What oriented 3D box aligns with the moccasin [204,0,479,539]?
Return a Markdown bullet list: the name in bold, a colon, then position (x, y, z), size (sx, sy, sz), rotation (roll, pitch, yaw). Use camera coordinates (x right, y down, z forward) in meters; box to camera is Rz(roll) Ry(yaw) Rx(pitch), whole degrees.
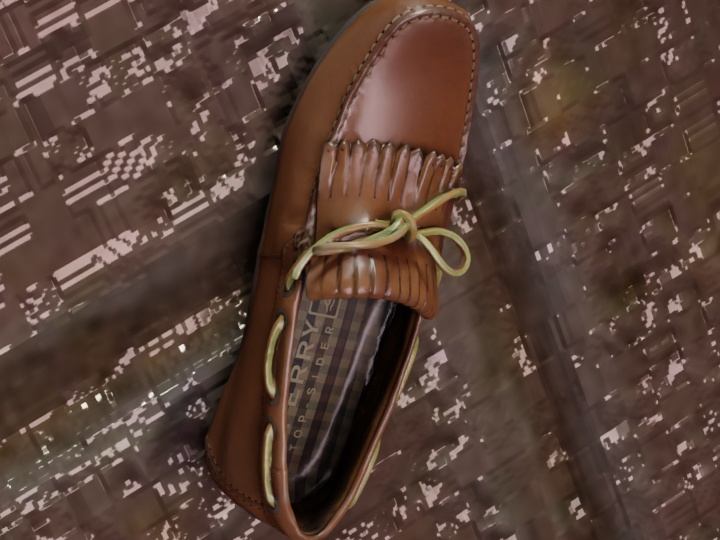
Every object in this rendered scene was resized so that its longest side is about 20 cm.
- **moccasin**: position (-0.001, 0.000, 0.843), size (0.074, 0.078, 0.201), rotation (17, 99, -33)
